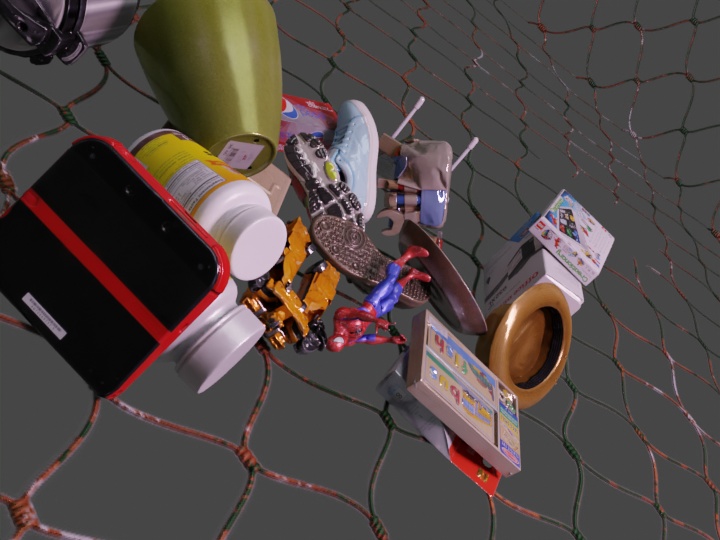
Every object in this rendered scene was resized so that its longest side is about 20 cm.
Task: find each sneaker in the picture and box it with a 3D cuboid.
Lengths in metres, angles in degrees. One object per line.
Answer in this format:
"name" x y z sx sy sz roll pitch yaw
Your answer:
"sneaker" -0.052 -0.102 1.325 0.077 0.085 0.201 -19 76 -13
"sneaker" 0.000 0.000 1.258 0.200 0.075 0.071 34 57 -20
"sneaker" -0.023 -0.173 1.397 0.082 0.074 0.201 11 66 -42

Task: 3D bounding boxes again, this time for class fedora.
"fedora" 0.233 0.106 1.362 0.082 0.202 0.200 13 2 44

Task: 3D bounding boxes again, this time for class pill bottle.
"pill bottle" -0.175 -0.071 1.022 0.200 0.110 0.109 35 21 32
"pill bottle" -0.197 0.019 0.925 0.200 0.114 0.114 45 28 5

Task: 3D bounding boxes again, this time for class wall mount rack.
"wall mount rack" 0.089 -0.195 1.530 0.200 0.174 0.075 32 62 -20

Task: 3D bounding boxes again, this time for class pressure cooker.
"pressure cooker" -0.385 -0.348 1.126 0.175 0.179 0.200 16 24 16

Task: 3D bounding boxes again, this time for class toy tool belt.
"toy tool belt" 0.076 -0.111 1.456 0.122 0.201 0.125 7 8 8

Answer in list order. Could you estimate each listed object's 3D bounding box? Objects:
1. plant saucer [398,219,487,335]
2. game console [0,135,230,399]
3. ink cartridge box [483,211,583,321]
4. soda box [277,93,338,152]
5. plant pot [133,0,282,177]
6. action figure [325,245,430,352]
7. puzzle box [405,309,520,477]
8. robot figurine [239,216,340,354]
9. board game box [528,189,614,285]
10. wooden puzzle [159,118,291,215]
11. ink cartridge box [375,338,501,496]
"plant saucer" 0.110 0.017 1.322 0.201 0.032 0.200 55 -7 10
"game console" -0.240 -0.009 0.861 0.200 0.177 0.031 45 2 5
"ink cartridge box" 0.276 0.020 1.499 0.084 0.145 0.200 35 29 -15
"soda box" -0.112 -0.227 1.423 0.200 0.063 0.070 1 50 -53
"plant pot" -0.174 -0.220 1.153 0.187 0.187 0.201 11 52 -45
"action figure" 0.040 0.049 1.158 0.099 0.065 0.200 21 45 36
"puzzle box" 0.134 0.156 1.175 0.200 0.025 0.133 43 32 -24
"robot figurine" -0.084 0.021 1.110 0.145 0.058 0.200 55 25 -16
"board game box" 0.350 -0.059 1.509 0.126 0.035 0.200 45 28 4
"wooden puzzle" -0.188 -0.129 1.219 0.185 0.046 0.200 36 24 -14
"ink cartridge box" 0.127 0.175 1.200 0.200 0.047 0.160 43 28 2
